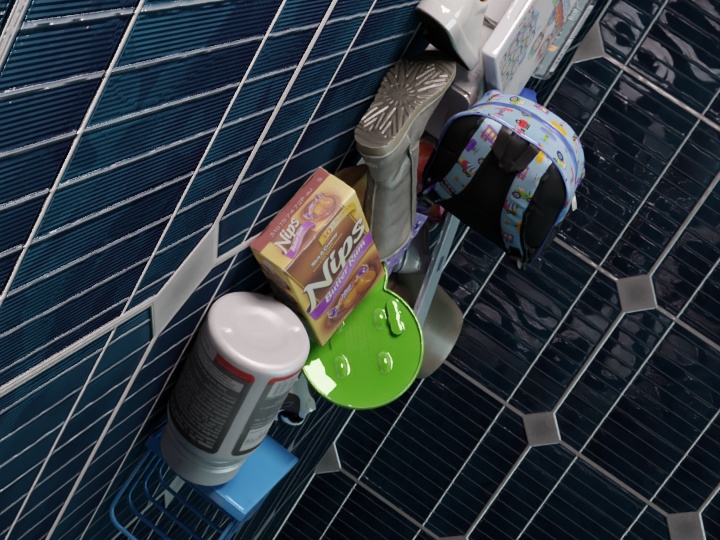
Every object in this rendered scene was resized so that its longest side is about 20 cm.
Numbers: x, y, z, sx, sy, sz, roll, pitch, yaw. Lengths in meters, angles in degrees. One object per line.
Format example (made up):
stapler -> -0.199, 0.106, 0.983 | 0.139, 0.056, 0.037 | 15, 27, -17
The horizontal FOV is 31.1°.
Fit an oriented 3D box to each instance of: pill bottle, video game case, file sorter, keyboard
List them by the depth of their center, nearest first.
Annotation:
pill bottle -> -0.140, 0.130, 1.382 | 0.114, 0.114, 0.201 | -46, 168, -53
video game case -> 0.205, -0.292, 1.538 | 0.183, 0.024, 0.200 | -57, 166, -6
file sorter -> -0.188, 0.255, 1.542 | 0.123, 0.139, 0.200 | -54, 174, 17
keyboard -> 0.103, -0.009, 1.731 | 0.056, 0.011, 0.201 | -27, 138, -68
pill bottle -> 0.292, -0.399, 1.952 | 0.201, 0.106, 0.106 | -60, 172, 25

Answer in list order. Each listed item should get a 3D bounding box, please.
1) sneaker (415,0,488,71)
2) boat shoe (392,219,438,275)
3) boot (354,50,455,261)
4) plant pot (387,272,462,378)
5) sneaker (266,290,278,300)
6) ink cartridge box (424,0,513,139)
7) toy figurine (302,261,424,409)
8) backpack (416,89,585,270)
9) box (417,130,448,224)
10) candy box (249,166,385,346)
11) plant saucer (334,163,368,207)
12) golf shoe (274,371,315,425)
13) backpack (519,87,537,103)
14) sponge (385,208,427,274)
sneaker -> 0.116, -0.280, 1.427 | 0.085, 0.073, 0.200 | -54, 172, 0
boat shoe -> 0.072, -0.076, 1.776 | 0.071, 0.069, 0.201 | 120, -20, -45
boot -> 0.052, -0.128, 1.475 | 0.182, 0.072, 0.201 | -49, 149, -24
plant pot -> 0.046, 0.061, 1.852 | 0.200, 0.173, 0.200 | -53, -166, 20
sneaker -> -0.114, 0.068, 1.530 | 0.072, 0.072, 0.200 | -24, -179, 4
ink cartridge box -> 0.148, -0.274, 1.616 | 0.200, 0.086, 0.147 | -52, 171, -20
toy figurine -> -0.005, 0.085, 1.603 | 0.184, 0.149, 0.202 | 95, -12, -76
backpack -> 0.175, -0.126, 1.495 | 0.135, 0.182, 0.200 | -50, 170, -28
box -> 0.117, -0.174, 1.728 | 0.200, 0.095, 0.100 | -53, 152, -27
candy box -> -0.043, -0.010, 1.410 | 0.117, 0.056, 0.200 | -49, 154, -13
plant saucer -> -0.043, -0.051, 1.536 | 0.201, 0.035, 0.200 | -55, 173, -10
golf shoe -> -0.113, 0.158, 1.622 | 0.078, 0.095, 0.200 | -32, -178, -21
backpack -> 0.185, -0.195, 1.910 | 0.201, 0.167, 0.163 | -59, -176, 13
sponge -> 0.000, 0.000, 1.656 | 0.201, 0.030, 0.111 | -58, 152, 13
